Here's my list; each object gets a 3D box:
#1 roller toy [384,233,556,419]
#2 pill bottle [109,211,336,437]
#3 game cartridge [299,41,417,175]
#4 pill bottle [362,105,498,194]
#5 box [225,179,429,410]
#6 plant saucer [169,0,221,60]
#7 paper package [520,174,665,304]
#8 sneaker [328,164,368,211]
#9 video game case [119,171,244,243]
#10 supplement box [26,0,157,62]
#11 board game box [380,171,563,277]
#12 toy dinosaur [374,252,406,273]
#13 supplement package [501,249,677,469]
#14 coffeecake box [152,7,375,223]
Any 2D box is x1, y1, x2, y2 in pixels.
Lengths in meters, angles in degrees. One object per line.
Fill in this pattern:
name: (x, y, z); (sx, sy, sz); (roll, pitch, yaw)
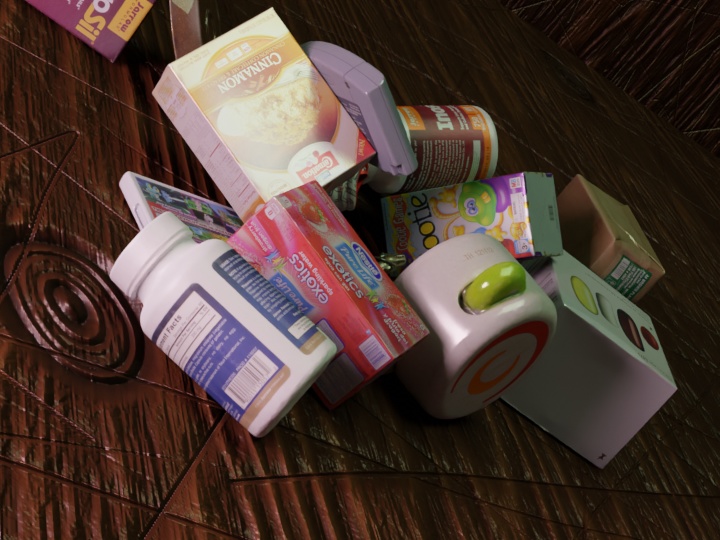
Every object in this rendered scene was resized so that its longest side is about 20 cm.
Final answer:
roller toy: (0.108, 0.059, 1.571); (0.140, 0.200, 0.182); (50, 12, 28)
pill bottle: (-0.126, 0.045, 1.287); (0.200, 0.111, 0.111); (42, 21, 4)
game cartridge: (-0.015, -0.189, 1.613); (0.200, 0.041, 0.134); (33, -32, 53)
pill bottle: (0.069, -0.156, 1.850); (0.198, 0.114, 0.113); (-4, 43, -29)
box: (-0.038, 0.024, 1.442); (0.201, 0.102, 0.094); (52, 29, 5)
plant saucer: (-0.198, -0.292, 1.758); (0.034, 0.203, 0.201); (-4, 24, 5)
paper package: (0.300, 0.003, 1.990); (0.103, 0.200, 0.191); (28, 25, -27)
sneaker: (-0.040, -0.165, 1.761); (0.106, 0.067, 0.204); (5, 67, -2)
video game case: (-0.145, -0.014, 1.498); (0.199, 0.023, 0.183); (19, 30, -43)
supplement box: (-0.338, -0.369, 1.722); (0.199, 0.131, 0.104); (34, 22, -15)
board game box: (0.139, -0.056, 1.798); (0.103, 0.198, 0.106); (-4, 85, -61)
toy dinosaur: (0.000, 0.000, 1.692); (0.088, 0.048, 0.199); (37, 16, 35)
supplement package: (0.270, 0.101, 1.813); (0.190, 0.147, 0.201); (35, 20, -15)
coffeecake box: (-0.105, -0.162, 1.570); (0.153, 0.073, 0.201); (-34, 87, -31)
